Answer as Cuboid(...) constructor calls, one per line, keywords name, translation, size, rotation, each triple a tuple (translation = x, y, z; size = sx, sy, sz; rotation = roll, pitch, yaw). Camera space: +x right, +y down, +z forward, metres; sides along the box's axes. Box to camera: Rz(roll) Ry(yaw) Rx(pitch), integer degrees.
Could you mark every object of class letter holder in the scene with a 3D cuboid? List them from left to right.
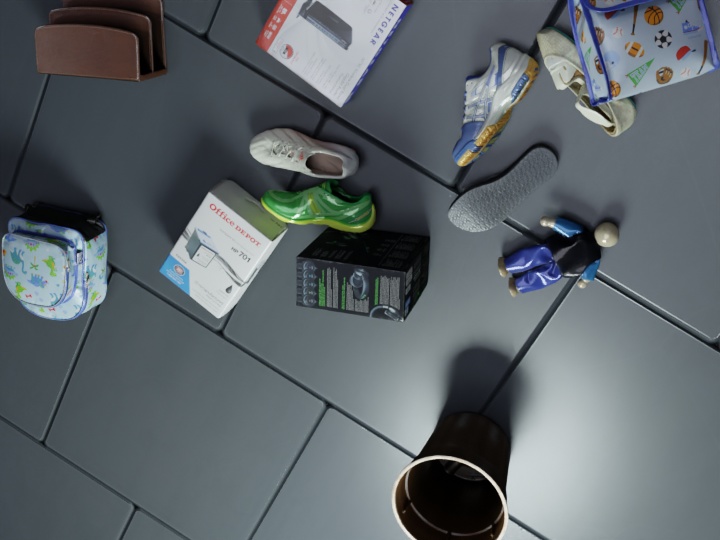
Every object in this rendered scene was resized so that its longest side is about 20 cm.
Cuboid(name="letter holder", translation=(-0.445, -0.408, 1.597), size=(0.199, 0.101, 0.143), rotation=(8, 111, 16))

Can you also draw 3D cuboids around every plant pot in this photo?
Cuboid(name="plant pot", translation=(0.175, 0.360, 1.639), size=(0.199, 0.198, 0.201), rotation=(7, 113, 15))

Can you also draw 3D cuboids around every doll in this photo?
Cuboid(name="doll", translation=(0.324, -0.028, 1.519), size=(0.199, 0.048, 0.137), rotation=(-23, 103, 25))

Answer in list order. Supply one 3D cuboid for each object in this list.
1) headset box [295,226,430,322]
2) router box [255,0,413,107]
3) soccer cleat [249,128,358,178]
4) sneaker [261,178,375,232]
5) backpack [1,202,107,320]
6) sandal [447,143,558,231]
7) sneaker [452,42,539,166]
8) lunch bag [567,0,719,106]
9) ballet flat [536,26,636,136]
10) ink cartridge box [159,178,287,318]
Cuboid(name="headset box", translation=(0.000, 0.000, 1.567), size=(0.199, 0.174, 0.093), rotation=(8, 113, 15))
Cuboid(name="router box", translation=(-0.044, -0.397, 1.494), size=(0.179, 0.049, 0.200), rotation=(37, 117, 2))
Cuboid(name="soccer cleat", translation=(-0.101, -0.196, 1.577), size=(0.199, 0.078, 0.070), rotation=(11, 114, 14))
Cuboid(name="sneaker", translation=(-0.070, -0.121, 1.603), size=(0.199, 0.074, 0.084), rotation=(8, 116, 5))
Cuboid(name="backpack", translation=(-0.585, -0.005, 1.778), size=(0.182, 0.147, 0.201), rotation=(11, 117, 16))
Cuboid(name="sandal", translation=(0.234, -0.130, 1.518), size=(0.200, 0.043, 0.076), rotation=(-33, 105, 17))
Cuboid(name="sneaker", translation=(0.194, -0.261, 1.466), size=(0.088, 0.075, 0.200), rotation=(39, 111, 14))
Cuboid(name="lunch bag", translation=(0.389, -0.352, 1.309), size=(0.169, 0.124, 0.201), rotation=(-15, 95, 1))
Cuboid(name="ballet flat", translation=(0.331, -0.281, 1.399), size=(0.200, 0.067, 0.062), rotation=(42, 73, -1))
Cuboid(name="ink cartridge box", translation=(-0.248, -0.039, 1.686), size=(0.146, 0.086, 0.200), rotation=(38, 119, 1))
